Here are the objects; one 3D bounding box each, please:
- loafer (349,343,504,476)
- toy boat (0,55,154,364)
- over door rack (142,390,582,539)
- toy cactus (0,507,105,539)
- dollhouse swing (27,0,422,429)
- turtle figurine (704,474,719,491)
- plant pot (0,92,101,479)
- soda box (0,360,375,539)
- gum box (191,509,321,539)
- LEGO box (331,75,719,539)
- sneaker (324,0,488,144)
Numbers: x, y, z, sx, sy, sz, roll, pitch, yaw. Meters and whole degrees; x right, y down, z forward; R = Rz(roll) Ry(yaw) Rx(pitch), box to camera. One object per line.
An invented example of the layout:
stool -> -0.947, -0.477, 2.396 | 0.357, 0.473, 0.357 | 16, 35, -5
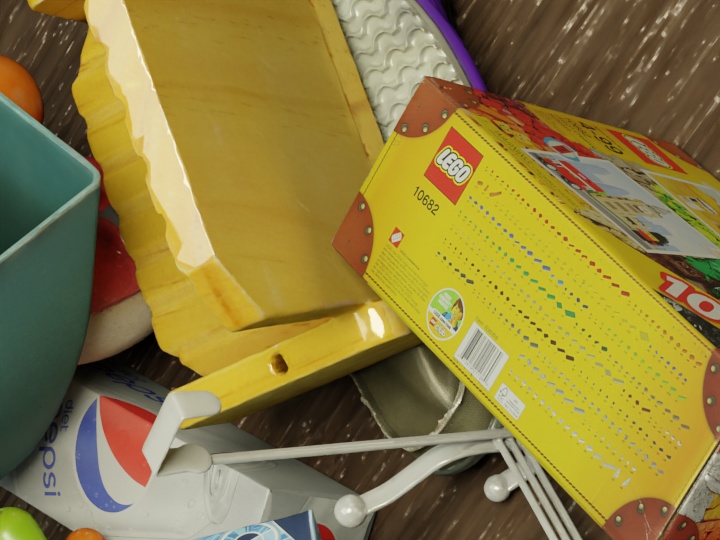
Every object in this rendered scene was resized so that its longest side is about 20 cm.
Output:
loafer -> 0.000, 0.000, 1.208 | 0.075, 0.070, 0.200 | -47, 52, 29
toy boat -> -0.157, -0.037, 1.313 | 0.200, 0.130, 0.131 | 2, 120, 45
over door rack -> 0.017, 0.123, 1.073 | 0.067, 0.200, 0.148 | -52, 50, 29
toy cactus -> -0.095, 0.181, 1.211 | 0.165, 0.102, 0.200 | -25, 89, 53
dollhouse swing -> -0.084, -0.042, 1.116 | 0.182, 0.176, 0.200 | -24, 83, 38
turtle figurine -> 0.204, 0.043, 0.893 | 0.150, 0.200, 0.101 | -10, 75, 45
plant pot -> -0.199, 0.023, 1.189 | 0.141, 0.141, 0.200 | 37, 151, 22
soda box -> -0.086, 0.095, 1.281 | 0.200, 0.068, 0.064 | 25, 100, 46
gum box -> -0.101, 0.180, 1.080 | 0.170, 0.199, 0.045 | -101, -2, -55
LEGO box -> 0.108, 0.024, 1.034 | 0.200, 0.149, 0.077 | 46, 114, 40
sneaker -> 0.013, -0.113, 1.208 | 0.070, 0.099, 0.200 | -40, 78, 34
